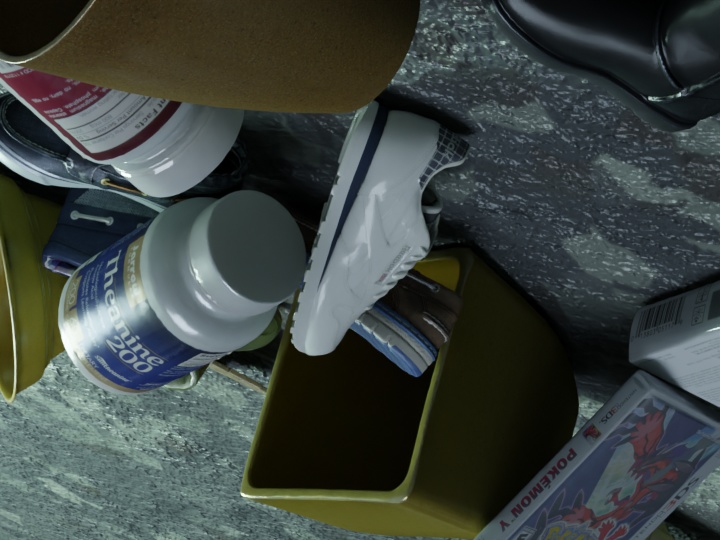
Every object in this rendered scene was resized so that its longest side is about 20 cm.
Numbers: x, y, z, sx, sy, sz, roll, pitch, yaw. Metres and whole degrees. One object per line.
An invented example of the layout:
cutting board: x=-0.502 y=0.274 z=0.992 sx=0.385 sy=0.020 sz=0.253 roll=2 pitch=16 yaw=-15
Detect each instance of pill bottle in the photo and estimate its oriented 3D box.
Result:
pill bottle: x=-0.127 y=0.014 z=1.303 sx=0.110 sy=0.112 sz=0.199 roll=33 pitch=146 yaw=-23
pill bottle: x=-0.168 y=-0.141 z=1.144 sx=0.113 sy=0.115 sz=0.200 roll=1 pitch=149 yaw=40

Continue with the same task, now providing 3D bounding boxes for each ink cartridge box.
ink cartridge box: x=0.311 y=0.069 z=1.265 sx=0.198 sy=0.058 sz=0.162 roll=22 pitch=158 yaw=-21

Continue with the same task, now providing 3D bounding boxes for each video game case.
video game case: x=0.191 y=0.165 z=1.365 sx=0.023 sy=0.182 sz=0.199 roll=50 pitch=-167 yaw=33

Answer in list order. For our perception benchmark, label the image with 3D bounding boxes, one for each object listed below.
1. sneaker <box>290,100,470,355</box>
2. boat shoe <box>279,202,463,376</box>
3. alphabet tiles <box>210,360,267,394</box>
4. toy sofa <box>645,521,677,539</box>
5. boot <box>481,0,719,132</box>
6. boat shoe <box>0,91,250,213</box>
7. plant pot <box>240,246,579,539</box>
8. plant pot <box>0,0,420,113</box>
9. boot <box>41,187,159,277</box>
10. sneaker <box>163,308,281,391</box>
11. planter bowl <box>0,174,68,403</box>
sneaker: x=0.008 y=-0.017 z=1.221 sx=0.080 sy=0.077 sz=0.201 roll=17 pitch=126 yaw=-5
boat shoe: x=0.000 y=0.000 z=1.336 sx=0.200 sy=0.072 sz=0.072 roll=39 pitch=170 yaw=34
alphabet tiles: x=-0.152 y=0.076 z=1.647 sx=0.165 sy=0.006 sz=0.200 roll=28 pitch=174 yaw=-13
toy sofa: x=0.310 y=0.298 z=1.676 sx=0.199 sy=0.098 sz=0.083 roll=29 pitch=155 yaw=-17
boot: x=0.177 y=-0.141 z=0.900 sx=0.164 sy=0.066 sz=0.199 roll=24 pitch=161 yaw=-27
boat shoe: x=-0.175 y=-0.097 z=1.309 sx=0.198 sy=0.072 sz=0.091 roll=18 pitch=156 yaw=-8
plant pot: x=0.060 y=0.118 z=1.415 sx=0.199 sy=0.198 sz=0.193 roll=30 pitch=157 yaw=-37
plant pot: x=-0.071 y=-0.161 z=0.967 sx=0.199 sy=0.188 sz=0.185 roll=23 pitch=160 yaw=-34
boot: x=-0.151 y=-0.005 z=1.443 sx=0.198 sy=0.091 sz=0.073 roll=21 pitch=157 yaw=2
sneaker: x=-0.144 y=0.063 z=1.490 sx=0.199 sy=0.090 sz=0.067 roll=7 pitch=134 yaw=-36
planter bowl: x=-0.273 y=0.005 z=1.527 sx=0.083 sy=0.203 sz=0.200 roll=-10 pitch=165 yaw=-20
